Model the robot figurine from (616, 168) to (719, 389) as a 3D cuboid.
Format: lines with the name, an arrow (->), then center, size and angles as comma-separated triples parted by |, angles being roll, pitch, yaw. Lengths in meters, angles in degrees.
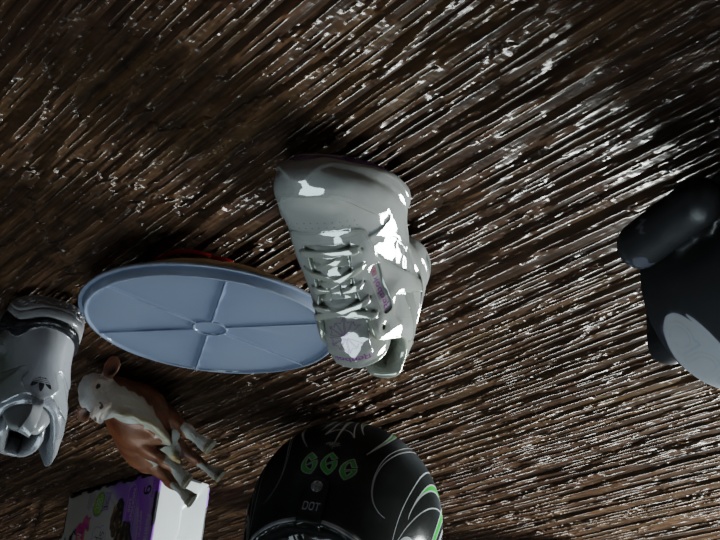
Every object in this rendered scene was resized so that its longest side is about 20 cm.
robot figurine -> 0.234, -0.008, 0.754 | 0.149, 0.126, 0.200 | -30, 172, -29

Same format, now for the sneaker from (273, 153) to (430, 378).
sneaker -> 0.000, 0.000, 0.846 | 0.074, 0.101, 0.200 | -2, 153, 21

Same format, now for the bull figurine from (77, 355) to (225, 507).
bull figurine -> -0.188, 0.148, 1.224 | 0.121, 0.065, 0.200 | 37, 167, 12

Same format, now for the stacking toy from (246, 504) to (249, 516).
stacking toy -> -0.097, 0.362, 1.517 | 0.084, 0.203, 0.086 | 4, 156, 2

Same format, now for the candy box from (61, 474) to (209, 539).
candy box -> -0.264, 0.328, 1.520 | 0.071, 0.170, 0.199 | 25, 149, -35

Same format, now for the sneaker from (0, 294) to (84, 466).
sneaker -> -0.284, 0.102, 1.106 | 0.074, 0.117, 0.200 | 17, 153, -23

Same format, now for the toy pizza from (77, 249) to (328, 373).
toy pizza -> -0.111, 0.029, 1.014 | 0.197, 0.032, 0.201 | 4, 156, 2

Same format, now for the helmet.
helmet -> -0.014, 0.238, 1.248 | 0.197, 0.191, 0.203 | 8, 118, 15
